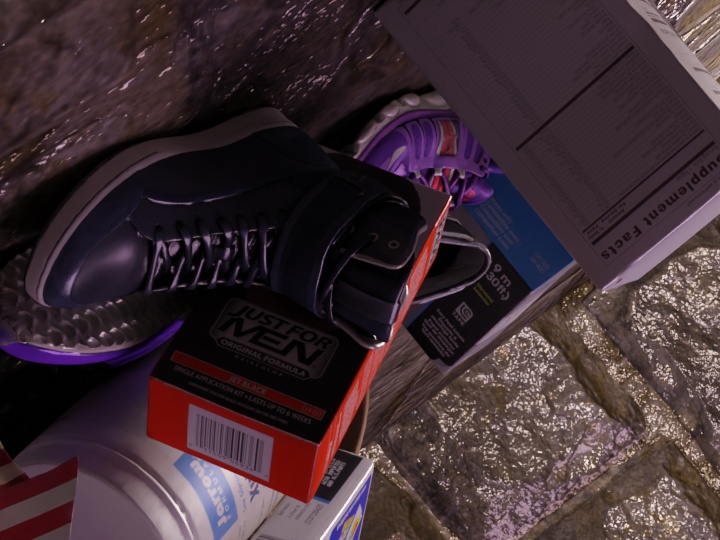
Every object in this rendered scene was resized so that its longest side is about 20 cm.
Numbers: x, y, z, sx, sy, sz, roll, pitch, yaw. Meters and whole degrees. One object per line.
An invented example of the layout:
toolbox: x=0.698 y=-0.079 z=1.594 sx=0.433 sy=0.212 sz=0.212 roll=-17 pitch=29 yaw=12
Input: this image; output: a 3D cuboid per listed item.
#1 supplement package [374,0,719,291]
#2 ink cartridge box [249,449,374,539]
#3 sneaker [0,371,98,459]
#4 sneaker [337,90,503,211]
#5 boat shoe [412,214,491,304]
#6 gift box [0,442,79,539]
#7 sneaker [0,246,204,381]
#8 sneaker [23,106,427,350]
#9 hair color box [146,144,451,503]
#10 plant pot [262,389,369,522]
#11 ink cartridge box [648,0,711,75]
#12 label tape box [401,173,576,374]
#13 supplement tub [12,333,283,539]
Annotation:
supplement package: x=0.123 y=-0.101 z=0.845 sx=0.114 sy=0.200 sz=0.110 roll=-41 pitch=169 yaw=19
ink cartridge box: x=-0.052 y=0.240 z=0.954 sx=0.198 sy=0.047 sz=0.200 roll=-47 pitch=151 yaw=-66
sneaker: x=-0.237 y=0.132 z=0.985 sx=0.200 sy=0.077 sz=0.111 roll=-40 pitch=170 yaw=16
sneaker: x=0.048 y=-0.075 z=1.037 sx=0.200 sy=0.083 sz=0.081 roll=-27 pitch=165 yaw=-43
boat shoe: x=0.000 y=0.000 z=1.019 sx=0.200 sy=0.068 sz=0.072 roll=-7 pitch=117 yaw=-36
gift box: x=-0.228 y=0.117 z=0.687 sx=0.200 sy=0.185 sz=0.187 roll=-40 pitch=179 yaw=-7
sneaker: x=-0.152 y=0.031 z=0.851 sx=0.099 sy=0.070 sz=0.200 roll=-40 pitch=169 yaw=26
sneaker: x=-0.056 y=-0.006 z=0.773 sx=0.202 sy=0.146 sz=0.077 roll=-31 pitch=150 yaw=-43
hair color box: x=-0.032 y=0.023 z=0.856 sx=0.061 sy=0.101 sz=0.200 roll=101 pitch=13 yaw=-48
plant pot: x=-0.082 y=0.092 z=1.171 sx=0.093 sy=0.201 sz=0.201 roll=0 pitch=-169 yaw=31
ink cartridge box: x=0.206 y=-0.138 z=1.128 sx=0.085 sy=0.145 sz=0.200 roll=-38 pitch=170 yaw=10
label tape box: x=0.088 y=-0.031 z=1.193 sx=0.066 sy=0.143 sz=0.200 roll=-29 pitch=167 yaw=-42
supplement tub: x=-0.115 y=0.117 z=0.907 sx=0.132 sy=0.132 sz=0.200 roll=-45 pitch=-178 yaw=35
